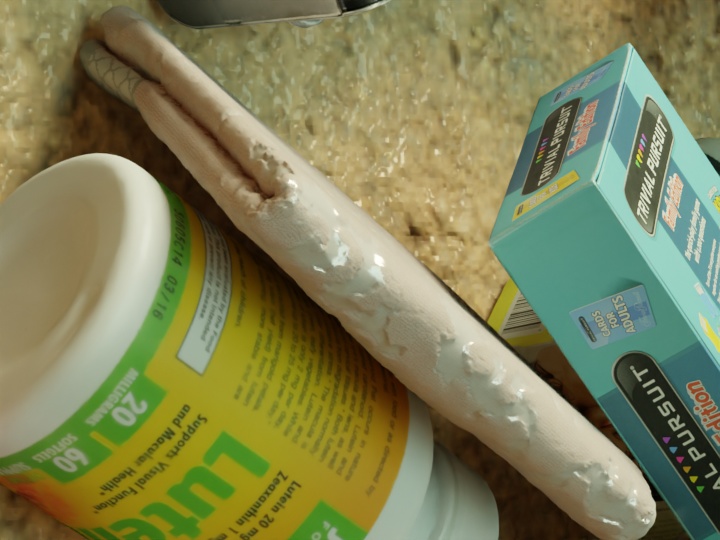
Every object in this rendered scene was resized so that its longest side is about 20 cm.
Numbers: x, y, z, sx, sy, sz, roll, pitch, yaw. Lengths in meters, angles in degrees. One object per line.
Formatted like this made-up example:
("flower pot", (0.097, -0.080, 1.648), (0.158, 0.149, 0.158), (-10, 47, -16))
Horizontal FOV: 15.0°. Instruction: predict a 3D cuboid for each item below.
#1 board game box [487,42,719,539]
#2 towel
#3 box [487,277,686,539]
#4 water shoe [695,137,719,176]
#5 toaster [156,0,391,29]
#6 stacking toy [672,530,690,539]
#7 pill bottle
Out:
("board game box", (0.128, 0.031, 1.010), (0.200, 0.047, 0.151), (55, 21, -13))
("towel", (0.000, 0.000, 0.955), (0.032, 0.191, 0.200), (-49, 123, 2))
("box", (0.133, 0.081, 1.135), (0.200, 0.075, 0.050), (49, 48, -26))
("water shoe", (0.178, 0.032, 1.144), (0.079, 0.072, 0.200), (-25, 60, -32))
("toaster", (-0.008, -0.200, 1.006), (0.181, 0.118, 0.201), (-31, 107, -42))
("stacking toy", (0.075, 0.175, 1.057), (0.199, 0.146, 0.147), (-2, 86, -25))
("pill bottle", (-0.045, 0.057, 0.941), (0.200, 0.111, 0.112), (38, 60, -34))
